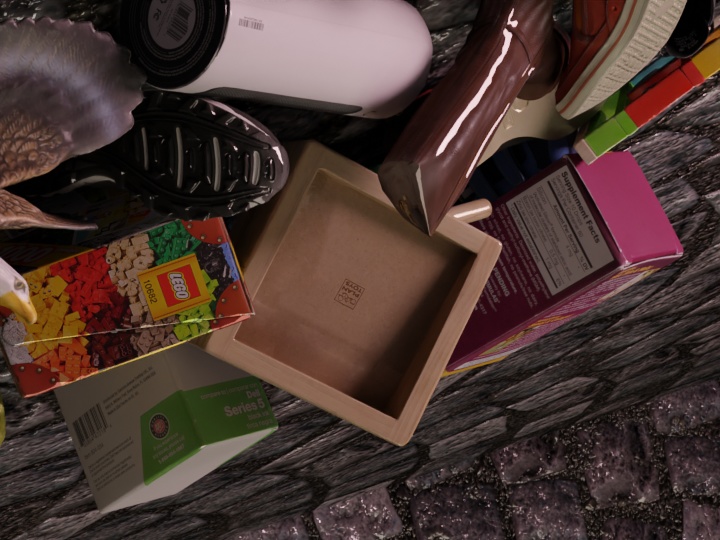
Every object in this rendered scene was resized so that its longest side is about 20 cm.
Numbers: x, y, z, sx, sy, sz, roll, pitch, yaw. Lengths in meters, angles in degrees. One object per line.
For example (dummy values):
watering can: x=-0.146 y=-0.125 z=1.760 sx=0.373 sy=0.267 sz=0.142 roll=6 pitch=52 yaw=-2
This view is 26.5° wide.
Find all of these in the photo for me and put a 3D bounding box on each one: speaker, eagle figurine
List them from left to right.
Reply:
eagle figurine: x=-0.213 y=-0.034 z=0.790 sx=0.152 sy=0.151 sz=0.200 roll=-3 pitch=-144 yaw=29
speaker: x=-0.043 y=-0.136 z=0.894 sx=0.081 sy=0.081 sz=0.200 roll=-31 pitch=163 yaw=31

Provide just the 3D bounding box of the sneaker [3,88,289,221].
sneaker: x=-0.126 y=-0.076 z=0.908 sx=0.200 sy=0.074 sz=0.079 roll=9 pitch=-165 yaw=29

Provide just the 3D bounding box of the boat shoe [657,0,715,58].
boat shoe: x=0.225 y=-0.187 z=1.109 sx=0.074 sy=0.066 sz=0.199 roll=-28 pitch=164 yaw=14

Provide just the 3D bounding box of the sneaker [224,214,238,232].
sneaker: x=-0.095 y=-0.007 z=1.259 sx=0.095 sy=0.079 sz=0.200 roll=5 pitch=143 yaw=-12

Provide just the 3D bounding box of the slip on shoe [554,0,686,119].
slip on shoe: x=0.167 y=-0.171 z=0.993 sx=0.074 sy=0.061 sz=0.200 roll=-33 pitch=160 yaw=-26

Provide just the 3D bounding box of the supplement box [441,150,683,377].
supplement box: x=0.139 y=-0.005 z=1.249 sx=0.200 sy=0.103 sz=0.131 roll=-33 pitch=167 yaw=30

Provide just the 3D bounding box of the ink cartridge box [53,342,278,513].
ink cartridge box: x=-0.169 y=0.065 z=1.178 sx=0.084 sy=0.200 sz=0.145 roll=-9 pitch=161 yaw=-47

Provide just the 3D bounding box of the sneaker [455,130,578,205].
sneaker: x=0.124 y=-0.087 z=1.305 sx=0.082 sy=0.074 sz=0.200 roll=-15 pitch=162 yaw=-21

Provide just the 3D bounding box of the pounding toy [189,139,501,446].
pounding toy: x=0.000 y=0.000 z=1.084 sx=0.184 sy=0.200 sz=0.142 roll=28 pitch=175 yaw=-16

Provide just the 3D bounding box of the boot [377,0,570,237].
boot: x=0.073 y=-0.095 z=1.006 sx=0.200 sy=0.064 sz=0.186 roll=-64 pitch=162 yaw=-18

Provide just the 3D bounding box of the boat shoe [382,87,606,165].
boat shoe: x=0.108 y=-0.127 z=1.175 sx=0.201 sy=0.074 sz=0.063 roll=-26 pitch=-155 yaw=-27

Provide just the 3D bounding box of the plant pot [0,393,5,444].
plant pot: x=-0.344 y=0.108 z=1.005 sx=0.184 sy=0.201 sz=0.200 roll=-10 pitch=168 yaw=13

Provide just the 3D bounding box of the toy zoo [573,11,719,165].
toy zoo: x=0.254 y=-0.161 z=1.176 sx=0.200 sy=0.020 sz=0.131 roll=-37 pitch=-174 yaw=20

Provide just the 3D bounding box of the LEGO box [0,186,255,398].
LEGO box: x=-0.164 y=-0.007 z=0.988 sx=0.149 sy=0.077 sz=0.200 roll=-20 pitch=-161 yaw=-8
